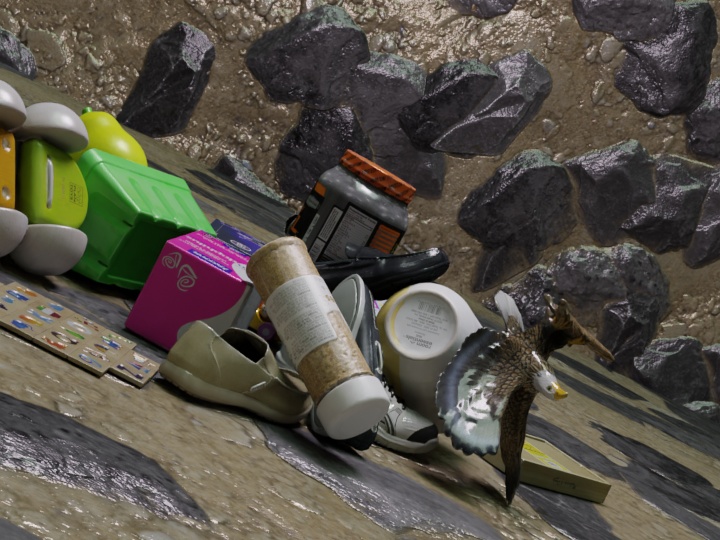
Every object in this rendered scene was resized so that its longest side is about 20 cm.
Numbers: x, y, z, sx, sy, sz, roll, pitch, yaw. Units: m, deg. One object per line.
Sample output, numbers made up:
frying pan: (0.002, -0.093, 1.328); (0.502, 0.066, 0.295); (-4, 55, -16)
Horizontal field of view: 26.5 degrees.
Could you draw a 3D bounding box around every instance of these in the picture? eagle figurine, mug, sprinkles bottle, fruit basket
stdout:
eagle figurine: (0.166, 0.124, 1.628); (0.151, 0.200, 0.151); (40, -4, 0)
mug: (0.060, 0.096, 1.709); (0.153, 0.185, 0.150); (71, -6, -66)
sprinkles bottle: (-0.043, 0.063, 1.477); (0.068, 0.068, 0.201); (19, 37, -55)
fruit basket: (-0.283, -0.077, 1.723); (0.214, 0.156, 0.216); (33, 9, -6)

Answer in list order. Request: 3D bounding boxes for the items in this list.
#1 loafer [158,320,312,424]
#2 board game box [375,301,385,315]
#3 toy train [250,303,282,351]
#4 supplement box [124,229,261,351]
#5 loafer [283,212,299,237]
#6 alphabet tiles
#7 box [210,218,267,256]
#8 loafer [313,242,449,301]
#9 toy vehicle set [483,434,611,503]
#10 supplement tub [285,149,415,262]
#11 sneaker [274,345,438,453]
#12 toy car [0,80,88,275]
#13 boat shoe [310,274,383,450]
loafer: (-0.105, 0.095, 1.454); (0.075, 0.069, 0.199); (31, 7, 35)
board game box: (0.034, 0.056, 1.931); (0.133, 0.034, 0.200); (24, 19, -23)
toy train: (-0.120, 0.054, 1.821); (0.198, 0.056, 0.150); (26, 5, -18)
supplement box: (-0.165, 0.029, 1.615); (0.100, 0.104, 0.200); (28, 7, 1)
loafer: (-0.070, -0.027, 1.965); (0.069, 0.076, 0.200); (35, 5, -14)
alphabet tiles: (-0.276, 0.051, 1.381); (0.198, 0.006, 0.166); (27, 6, -1)
box: (-0.155, 0.001, 2.037); (0.140, 0.080, 0.200); (24, 6, -4)
loafer: (0.000, 0.000, 1.709); (0.198, 0.071, 0.068); (-14, -16, -1)
toy vehicle set: (0.210, 0.233, 1.892); (0.199, 0.027, 0.124); (22, 8, -46)
supplement tub: (-0.023, -0.032, 1.799); (0.122, 0.201, 0.123); (30, 5, -3)
sneaker: (0.005, 0.123, 1.626); (0.199, 0.088, 0.076); (28, 4, -8)
toy car: (-0.372, -0.086, 1.553); (0.149, 0.177, 0.199); (-13, -18, 32)
boat shoe: (-0.008, 0.095, 1.562); (0.060, 0.075, 0.202); (32, 47, -26)
